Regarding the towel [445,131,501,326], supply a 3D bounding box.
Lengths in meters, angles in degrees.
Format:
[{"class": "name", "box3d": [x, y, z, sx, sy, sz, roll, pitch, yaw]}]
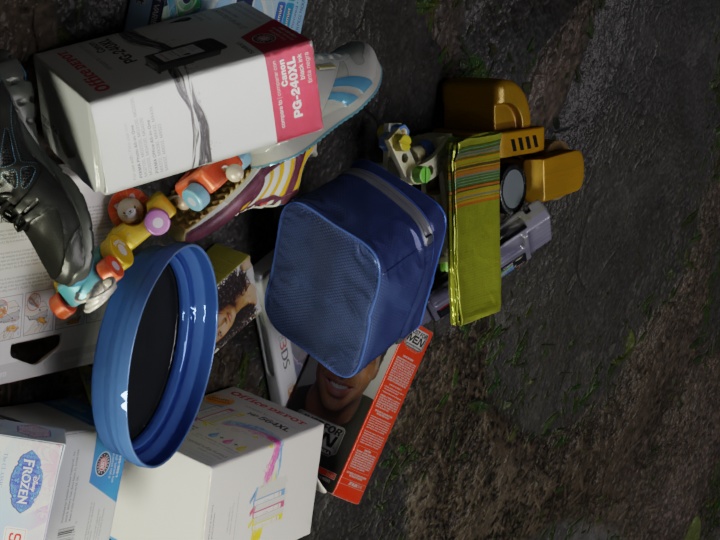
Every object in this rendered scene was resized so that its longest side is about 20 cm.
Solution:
[{"class": "towel", "box3d": [0.125, -0.045, 1.905, 0.086, 0.018, 0.201, -16, 110, -45]}]

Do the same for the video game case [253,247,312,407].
[{"class": "video game case", "box3d": [-0.038, 0.023, 1.914, 0.200, 0.023, 0.183, -41, 138, -37]}]

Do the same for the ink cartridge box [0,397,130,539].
[{"class": "ink cartridge box", "box3d": [-0.308, 0.199, 1.561, 0.200, 0.084, 0.146, -4, 110, -55]}]

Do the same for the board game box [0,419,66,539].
[{"class": "board game box", "box3d": [-0.352, 0.209, 1.431, 0.199, 0.041, 0.201, 11, 102, -12]}]

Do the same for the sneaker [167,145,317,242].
[{"class": "sneaker", "box3d": [-0.105, -0.080, 1.713, 0.200, 0.075, 0.090, -49, 136, -27]}]

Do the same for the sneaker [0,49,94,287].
[{"class": "sneaker", "box3d": [-0.280, -0.072, 1.419, 0.082, 0.073, 0.200, -26, 88, -36]}]

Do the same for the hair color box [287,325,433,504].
[{"class": "hair color box", "box3d": [-0.013, 0.135, 1.901, 0.061, 0.101, 0.200, 32, 80, -56]}]

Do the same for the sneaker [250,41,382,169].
[{"class": "sneaker", "box3d": [-0.048, -0.173, 1.666, 0.200, 0.076, 0.081, -46, 118, -46]}]

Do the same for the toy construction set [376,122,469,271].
[{"class": "toy construction set", "box3d": [0.066, -0.065, 1.907, 0.131, 0.092, 0.201, -20, 123, -45]}]

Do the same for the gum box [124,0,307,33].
[{"class": "gum box", "box3d": [-0.123, -0.254, 1.621, 0.200, 0.044, 0.170, -5, 112, -55]}]

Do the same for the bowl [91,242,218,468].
[{"class": "bowl", "box3d": [-0.181, 0.072, 1.578, 0.201, 0.039, 0.201, 10, 90, -75]}]

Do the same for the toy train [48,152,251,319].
[{"class": "toy train", "box3d": [-0.188, -0.043, 1.499, 0.200, 0.150, 0.056, -45, 103, -28]}]

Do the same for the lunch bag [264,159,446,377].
[{"class": "lunch bag", "box3d": [0.000, 0.000, 1.796, 0.132, 0.136, 0.200, -33, 150, -41]}]

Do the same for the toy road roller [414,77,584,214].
[{"class": "toy road roller", "box3d": [0.157, -0.147, 2.022, 0.200, 0.123, 0.147, -14, 107, -51]}]

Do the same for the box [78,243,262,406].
[{"class": "box", "box3d": [-0.179, 0.061, 1.706, 0.200, 0.050, 0.075, -43, 138, -33]}]

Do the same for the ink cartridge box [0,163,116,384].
[{"class": "ink cartridge box", "box3d": [-0.284, 0.002, 1.525, 0.200, 0.045, 0.177, -11, 115, -52]}]

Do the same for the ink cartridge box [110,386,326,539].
[{"class": "ink cartridge box", "box3d": [-0.136, 0.204, 1.775, 0.200, 0.128, 0.126, -16, 120, -52]}]

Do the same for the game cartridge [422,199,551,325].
[{"class": "game cartridge", "box3d": [0.128, -0.001, 2.013, 0.200, 0.038, 0.130, -34, 163, 0]}]

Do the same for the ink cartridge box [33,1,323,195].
[{"class": "ink cartridge box", "box3d": [-0.153, -0.147, 1.482, 0.199, 0.145, 0.084, -18, 119, -22]}]
